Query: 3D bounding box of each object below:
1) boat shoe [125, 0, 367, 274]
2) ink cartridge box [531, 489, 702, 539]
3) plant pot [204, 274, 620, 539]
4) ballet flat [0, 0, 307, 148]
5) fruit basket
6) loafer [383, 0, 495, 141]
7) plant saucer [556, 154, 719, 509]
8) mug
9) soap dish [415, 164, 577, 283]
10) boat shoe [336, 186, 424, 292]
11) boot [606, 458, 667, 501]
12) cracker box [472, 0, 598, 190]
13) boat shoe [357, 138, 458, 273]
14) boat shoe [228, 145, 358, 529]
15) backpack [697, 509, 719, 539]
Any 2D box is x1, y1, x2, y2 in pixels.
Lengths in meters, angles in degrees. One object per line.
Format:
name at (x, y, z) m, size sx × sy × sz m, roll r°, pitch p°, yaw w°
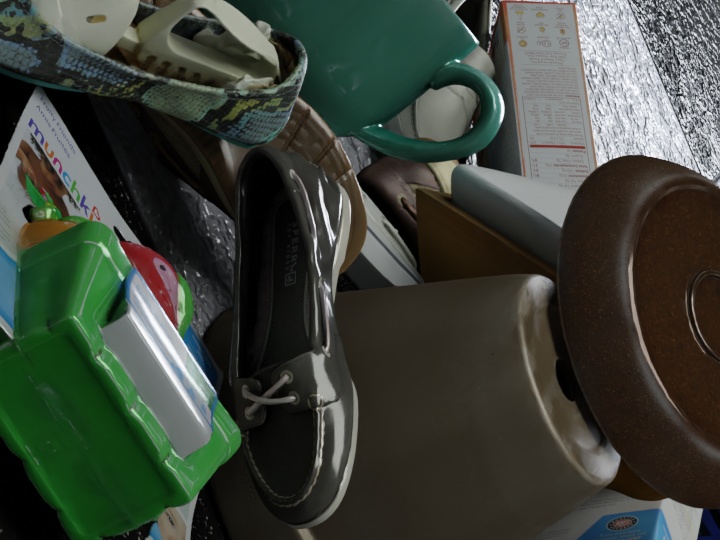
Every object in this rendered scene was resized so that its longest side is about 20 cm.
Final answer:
boat shoe at (-0.076, -0.076, 1.342) m, size 0.200 × 0.072 × 0.072 m, roll 45°, pitch -14°, yaw -21°
ink cartridge box at (0.152, 0.154, 1.591) m, size 0.200 × 0.115 × 0.068 m, roll -63°, pitch 138°, yaw -60°
plant pot at (0.036, 0.084, 1.334) m, size 0.200 × 0.173 × 0.201 m, roll 46°, pitch 32°, yaw -41°
ballet flat at (-0.111, -0.119, 1.233) m, size 0.199 × 0.074 × 0.074 m, roll 14°, pitch 55°, yaw -37°
fruit basket at (-0.113, 0.025, 1.160) m, size 0.186 × 0.093 × 0.200 m, roll 59°, pitch 22°, yaw -21°
loafer at (0.054, -0.128, 1.680) m, size 0.070 × 0.070 × 0.200 m, roll 52°, pitch 28°, yaw -33°
plant saucer at (0.184, 0.028, 1.366) m, size 0.200 × 0.034 × 0.201 m, roll 20°, pitch 60°, yaw -40°
mug at (-0.015, -0.142, 1.435) m, size 0.152 × 0.114 × 0.185 m, roll 44°, pitch 8°, yaw -49°
soap dish at (0.143, 0.010, 1.479) m, size 0.199 × 0.081 × 0.157 m, roll 11°, pitch 16°, yaw -38°
boat shoe at (0.000, 0.000, 1.463) m, size 0.200 × 0.072 × 0.066 m, roll 48°, pitch 34°, yaw -24°
boot at (0.130, 0.088, 1.482) m, size 0.144 × 0.201 × 0.071 m, roll 12°, pitch 95°, yaw -23°
cracker box at (0.120, -0.065, 1.706) m, size 0.134 × 0.057 × 0.201 m, roll 102°, pitch -12°, yaw -55°
boat shoe at (0.048, 0.023, 1.546) m, size 0.072 × 0.072 × 0.201 m, roll -28°, pitch 104°, yaw -41°
boat shoe at (-0.041, 0.030, 1.250) m, size 0.057 × 0.067 × 0.201 m, roll 35°, pitch 45°, yaw -45°
backpack at (0.234, 0.099, 1.725) m, size 0.163 × 0.199 × 0.168 m, roll 61°, pitch 32°, yaw -38°
